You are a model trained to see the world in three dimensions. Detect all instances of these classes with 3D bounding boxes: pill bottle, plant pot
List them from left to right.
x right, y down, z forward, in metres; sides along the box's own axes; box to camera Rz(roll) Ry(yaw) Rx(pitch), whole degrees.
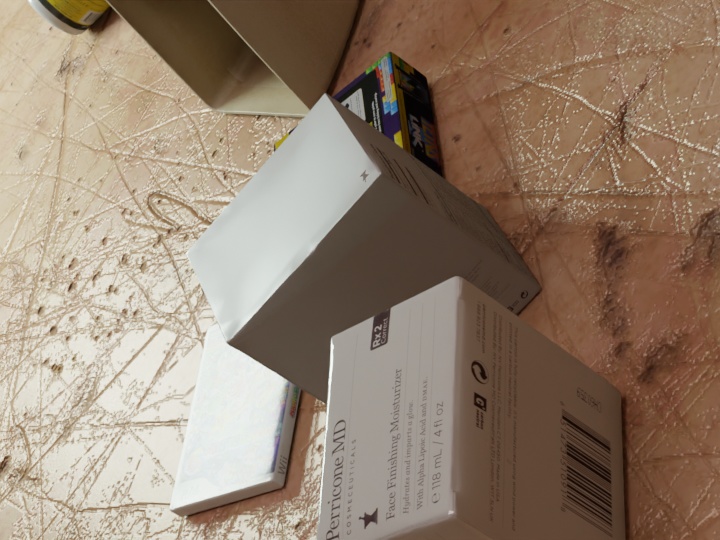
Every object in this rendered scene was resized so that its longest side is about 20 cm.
[{"bbox_3d":[-0.324,-0.398,2.424,0.200,0.111,0.111,-42,37,19],"label":"pill bottle"},{"bbox_3d":[-0.114,-0.293,2.025,0.200,0.200,0.177,10,60,53],"label":"plant pot"}]

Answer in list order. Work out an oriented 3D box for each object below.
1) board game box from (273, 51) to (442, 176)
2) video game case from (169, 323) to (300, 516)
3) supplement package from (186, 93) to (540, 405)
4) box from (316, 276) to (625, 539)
[{"bbox_3d":[-0.003,-0.083,1.824,0.165,0.057,0.200,-37,39,29],"label":"board game box"},{"bbox_3d":[-0.109,0.124,1.818,0.143,0.018,0.200,-21,48,40],"label":"video game case"},{"bbox_3d":[0.000,0.000,1.625,0.191,0.200,0.147,-47,36,12],"label":"supplement package"},{"bbox_3d":[0.084,0.148,1.403,0.131,0.200,0.199,-27,44,35],"label":"box"}]
